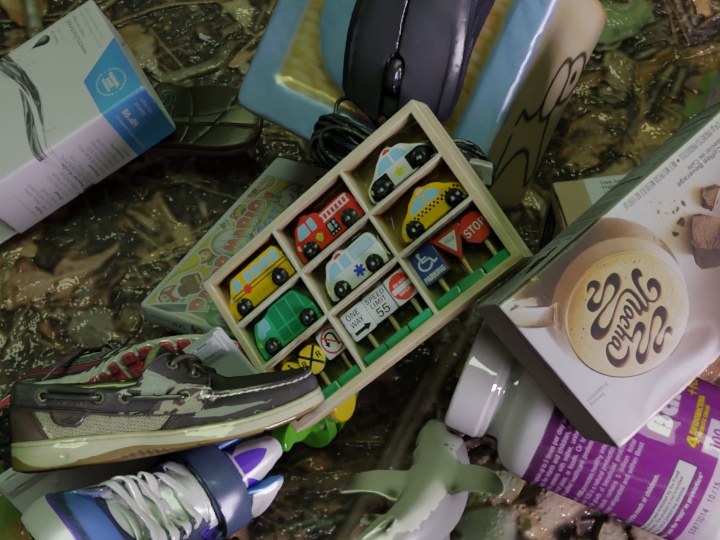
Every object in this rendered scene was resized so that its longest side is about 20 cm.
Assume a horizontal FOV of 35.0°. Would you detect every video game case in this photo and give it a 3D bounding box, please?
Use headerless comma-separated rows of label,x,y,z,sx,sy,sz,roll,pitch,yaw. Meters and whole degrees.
video game case,-0.040,-0.007,0.885,0.181,0.023,0.200,16,47,26

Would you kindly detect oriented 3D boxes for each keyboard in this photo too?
keyboard,-0.159,0.113,0.781,0.200,0.056,0.011,-34,25,11

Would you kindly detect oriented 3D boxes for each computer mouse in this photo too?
computer mouse,0.039,-0.155,0.762,0.138,0.053,0.201,15,97,20

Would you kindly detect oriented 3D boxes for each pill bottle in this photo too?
pill bottle,0.164,0.106,0.791,0.199,0.112,0.112,21,58,7

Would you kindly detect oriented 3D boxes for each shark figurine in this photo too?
shark figurine,0.021,0.190,0.768,0.214,0.090,0.128,-33,28,-29

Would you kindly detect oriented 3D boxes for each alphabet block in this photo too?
alphabet block,0.057,-0.168,0.889,0.196,0.200,0.196,29,101,16

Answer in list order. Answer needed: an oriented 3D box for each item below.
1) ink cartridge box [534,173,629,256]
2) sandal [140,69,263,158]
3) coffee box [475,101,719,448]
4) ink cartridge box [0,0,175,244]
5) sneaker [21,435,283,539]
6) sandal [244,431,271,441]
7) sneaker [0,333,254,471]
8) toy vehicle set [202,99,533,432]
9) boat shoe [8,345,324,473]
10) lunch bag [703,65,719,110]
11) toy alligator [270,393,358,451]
ink cartridge box,0.231,-0.001,0.841,0.199,0.165,0.075,-6,56,-5
sandal,-0.173,-0.132,0.989,0.199,0.055,0.082,8,69,14
coffee box,0.186,0.000,0.708,0.200,0.080,0.113,-40,90,-6
ink cartridge box,-0.268,-0.115,0.938,0.200,0.067,0.116,-34,61,0
sneaker,-0.118,0.141,0.717,0.146,0.200,0.081,-37,76,-10
sandal,-0.103,0.064,0.864,0.075,0.048,0.201,-6,56,-5
sneaker,-0.171,0.079,0.814,0.199,0.081,0.075,-13,26,7
toy vehicle set,0.000,0.000,0.757,0.200,0.026,0.124,-40,77,20
boat shoe,-0.125,0.080,0.724,0.200,0.072,0.066,-11,91,-4
lunch bag,0.320,-0.136,0.911,0.077,0.200,0.161,20,56,10
toy alligator,-0.015,0.068,0.863,0.059,0.054,0.200,-1,43,30
